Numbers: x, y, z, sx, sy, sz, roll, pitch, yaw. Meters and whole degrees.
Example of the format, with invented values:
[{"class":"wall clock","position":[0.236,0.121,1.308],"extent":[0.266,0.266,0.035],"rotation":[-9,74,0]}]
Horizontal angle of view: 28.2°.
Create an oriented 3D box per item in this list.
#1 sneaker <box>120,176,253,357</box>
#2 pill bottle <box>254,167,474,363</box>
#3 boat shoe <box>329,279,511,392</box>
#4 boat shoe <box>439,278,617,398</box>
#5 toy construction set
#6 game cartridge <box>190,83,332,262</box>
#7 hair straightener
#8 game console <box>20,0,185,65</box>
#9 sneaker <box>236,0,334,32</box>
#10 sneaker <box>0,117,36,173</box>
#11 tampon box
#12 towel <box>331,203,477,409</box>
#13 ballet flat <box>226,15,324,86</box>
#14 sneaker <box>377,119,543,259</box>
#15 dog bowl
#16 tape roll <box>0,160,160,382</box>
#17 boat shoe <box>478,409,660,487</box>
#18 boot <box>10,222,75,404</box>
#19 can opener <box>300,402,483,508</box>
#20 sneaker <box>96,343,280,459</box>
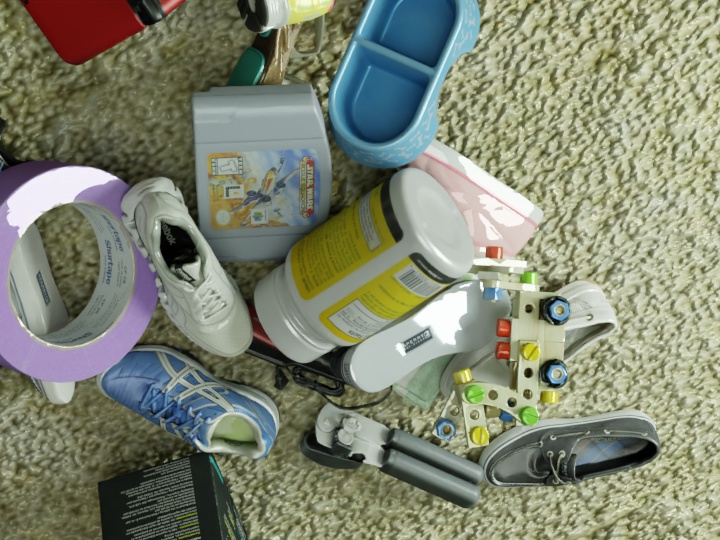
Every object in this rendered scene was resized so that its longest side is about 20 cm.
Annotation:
[{"class":"sneaker","position":[-0.159,0.009,1.358],"extent":[0.075,0.081,0.201],"rotation":[-35,120,-9]},{"class":"pill bottle","position":[0.000,0.000,1.365],"extent":[0.199,0.115,0.114],"rotation":[-33,112,26]},{"class":"boat shoe","position":[0.059,0.063,1.447],"extent":[0.198,0.068,0.073],"rotation":[-28,106,-22]},{"class":"boat shoe","position":[0.174,0.087,1.480],"extent":[0.199,0.070,0.071],"rotation":[-35,134,7]},{"class":"toy construction set","position":[0.140,0.074,1.405],"extent":[0.129,0.092,0.203],"rotation":[3,102,-7]},{"class":"game cartridge","position":[-0.093,-0.088,1.371],"extent":[0.131,0.042,0.202],"rotation":[-1,133,-3]},{"class":"hair straightener","position":[-0.060,0.094,1.477],"extent":[0.198,0.041,0.077],"rotation":[22,140,-13]},{"class":"game console","position":[-0.243,-0.321,1.316],"extent":[0.172,0.118,0.201],"rotation":[-44,113,-24]},{"class":"sneaker","position":[-0.077,-0.302,1.283],"extent":[0.089,0.078,0.203],"rotation":[-7,71,-23]},{"class":"sneaker","position":[-0.386,-0.145,1.339],"extent":[0.078,0.070,0.201],"rotation":[-35,116,2]},{"class":"tampon box","position":[-0.179,0.314,1.439],"extent":[0.125,0.201,0.151],"rotation":[-16,130,0]},{"class":"towel","position":[0.030,0.037,1.477],"extent":[0.199,0.023,0.153],"rotation":[32,102,-17]},{"class":"ballet flat","position":[-0.075,-0.208,1.360],"extent":[0.072,0.068,0.202],"rotation":[14,104,-28]},{"class":"sneaker","position":[0.080,-0.063,1.413],"extent":[0.199,0.075,0.105],"rotation":[32,91,-21]},{"class":"dog bowl","position":[0.036,-0.196,1.342],"extent":[0.110,0.050,0.202],"rotation":[24,92,12]},{"class":"tape roll","position":[-0.285,0.000,1.347],"extent":[0.198,0.065,0.203],"rotation":[-8,103,-40]},{"class":"boat shoe","position":[0.227,0.201,1.538],"extent":[0.197,0.066,0.071],"rotation":[-9,110,-2]},{"class":"boot","position":[-0.347,0.041,1.416],"extent":[0.089,0.073,0.203],"rotation":[-7,110,11]},{"class":"can opener","position":[0.036,0.199,1.525],"extent":[0.198,0.053,0.067],"rotation":[22,142,-9]},{"class":"sneaker","position":[-0.172,0.135,1.459],"extent":[0.198,0.077,0.077],"rotation":[19,108,-12]}]
